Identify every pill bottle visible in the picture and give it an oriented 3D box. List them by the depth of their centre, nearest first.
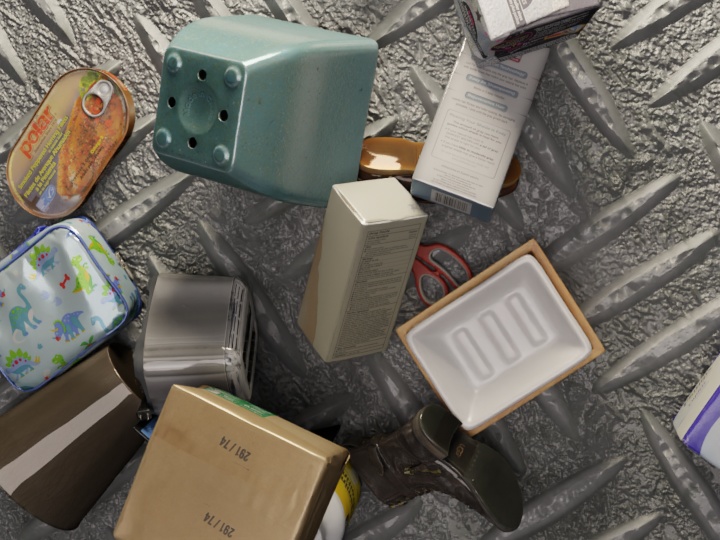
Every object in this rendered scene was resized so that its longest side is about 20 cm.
[{"bbox_3d":[-0.066,0.285,1.578,0.110,0.200,0.114,2,101,9],"label":"pill bottle"}]

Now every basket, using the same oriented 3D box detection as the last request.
[{"bbox_3d":[-0.346,0.196,1.645,0.200,0.136,0.180,-42,116,9],"label":"basket"}]

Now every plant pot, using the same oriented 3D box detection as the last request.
[{"bbox_3d":[-0.124,-0.180,1.475,0.194,0.199,0.200,17,103,30],"label":"plant pot"}]

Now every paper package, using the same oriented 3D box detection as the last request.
[{"bbox_3d":[-0.138,0.245,1.436,0.198,0.103,0.193,22,89,14],"label":"paper package"}]

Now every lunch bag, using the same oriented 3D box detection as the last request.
[{"bbox_3d":[-0.384,0.038,1.647,0.199,0.082,0.162,-36,94,13],"label":"lunch bag"}]

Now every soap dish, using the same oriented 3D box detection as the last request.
[{"bbox_3d":[0.165,0.079,1.565,0.199,0.081,0.158,-34,94,13],"label":"soap dish"}]

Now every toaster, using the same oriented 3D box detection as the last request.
[{"bbox_3d":[-0.194,0.090,1.574,0.127,0.202,0.115,-3,132,5],"label":"toaster"}]

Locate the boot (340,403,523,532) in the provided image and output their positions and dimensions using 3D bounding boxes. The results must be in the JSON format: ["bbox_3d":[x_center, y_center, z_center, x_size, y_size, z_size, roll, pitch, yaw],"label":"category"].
[{"bbox_3d":[0.086,0.252,1.596,0.200,0.069,0.174,48,138,-4],"label":"boot"}]

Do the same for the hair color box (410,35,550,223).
[{"bbox_3d":[0.135,-0.168,1.495,0.098,0.061,0.203,20,77,5],"label":"hair color box"}]

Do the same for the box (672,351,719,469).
[{"bbox_3d":[0.493,0.168,1.515,0.199,0.105,0.185,33,103,3],"label":"box"}]

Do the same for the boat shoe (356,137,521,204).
[{"bbox_3d":[0.088,-0.112,1.554,0.196,0.071,0.071,8,141,6],"label":"boat shoe"}]

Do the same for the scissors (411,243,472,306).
[{"bbox_3d":[0.049,-0.038,1.599,0.200,0.014,0.073,45,106,0],"label":"scissors"}]

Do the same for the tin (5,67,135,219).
[{"bbox_3d":[-0.357,-0.158,1.630,0.111,0.042,0.201,37,104,-3],"label":"tin"}]

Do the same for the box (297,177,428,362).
[{"bbox_3d":[0.000,0.000,1.527,0.078,0.094,0.202,50,136,40],"label":"box"}]

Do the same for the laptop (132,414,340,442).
[{"bbox_3d":[-0.142,0.190,1.586,0.197,0.177,0.105,-14,99,12],"label":"laptop"}]

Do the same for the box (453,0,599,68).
[{"bbox_3d":[0.159,-0.345,1.437,0.130,0.115,0.203,-18,84,-5],"label":"box"}]
